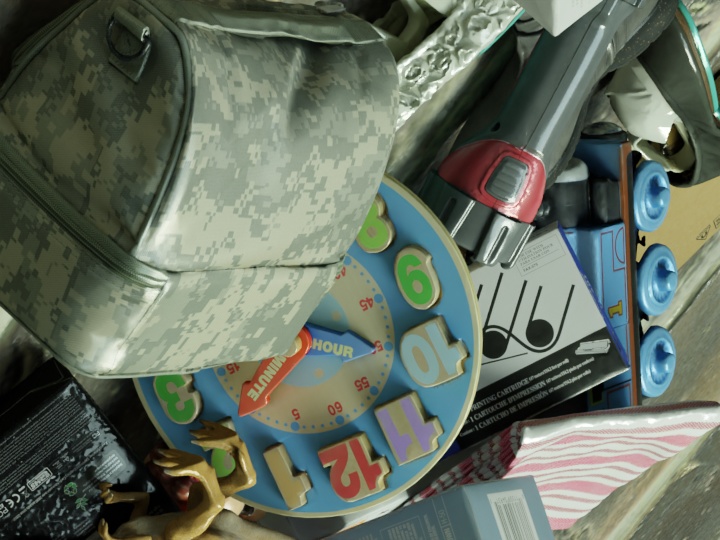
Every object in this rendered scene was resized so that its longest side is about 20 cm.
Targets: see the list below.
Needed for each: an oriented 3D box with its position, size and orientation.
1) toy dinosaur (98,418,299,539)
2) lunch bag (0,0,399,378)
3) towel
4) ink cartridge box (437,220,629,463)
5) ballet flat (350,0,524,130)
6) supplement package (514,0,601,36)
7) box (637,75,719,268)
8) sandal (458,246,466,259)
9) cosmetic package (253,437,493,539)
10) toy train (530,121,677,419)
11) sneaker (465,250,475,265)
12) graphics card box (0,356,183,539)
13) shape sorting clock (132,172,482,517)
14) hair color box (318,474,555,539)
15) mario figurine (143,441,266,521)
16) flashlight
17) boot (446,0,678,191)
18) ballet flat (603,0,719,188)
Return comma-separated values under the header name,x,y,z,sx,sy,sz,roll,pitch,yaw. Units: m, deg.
name,x,y,z,sx,sy,sz,roll,pitch,yaw
toy dinosaur,-0.076,0.140,1.401,0.199,0.060,0.107,3,113,-3
lunch bag,-0.081,-0.054,1.261,0.200,0.139,0.168,-1,130,-57
towel,0.117,0.128,1.614,0.146,0.030,0.200,-6,160,-28
ink cartridge box,0.049,0.058,1.554,0.199,0.094,0.044,-27,-176,8
ballet flat,0.022,-0.123,1.408,0.200,0.072,0.072,-46,154,-4
supplement package,0.131,-0.240,1.331,0.200,0.121,0.120,-38,153,-15
box,0.205,-0.036,1.843,0.200,0.021,0.164,-44,154,-4
sandal,0.005,0.000,1.516,0.212,0.077,0.070,9,86,-64
cosmetic package,-0.005,0.127,1.671,0.200,0.071,0.101,-22,170,-39
toy train,0.142,0.010,1.656,0.114,0.086,0.201,-16,107,-52
sneaker,0.060,0.008,1.665,0.200,0.077,0.082,5,97,-59
graphics card box,-0.151,0.162,1.434,0.125,0.051,0.200,-40,114,-6
shape sorting clock,-0.033,0.034,1.398,0.200,0.200,0.039,-56,176,20
hair color box,0.005,0.180,1.530,0.199,0.061,0.099,-23,169,25
mario figurine,-0.070,0.094,1.514,0.201,0.106,0.123,-69,170,23
flashlight,0.100,-0.102,1.449,0.068,0.068,0.201,14,106,-59
boot,0.098,-0.130,1.517,0.200,0.070,0.132,-55,152,-6
ballet flat,0.199,-0.105,1.683,0.068,0.068,0.200,-32,147,3
